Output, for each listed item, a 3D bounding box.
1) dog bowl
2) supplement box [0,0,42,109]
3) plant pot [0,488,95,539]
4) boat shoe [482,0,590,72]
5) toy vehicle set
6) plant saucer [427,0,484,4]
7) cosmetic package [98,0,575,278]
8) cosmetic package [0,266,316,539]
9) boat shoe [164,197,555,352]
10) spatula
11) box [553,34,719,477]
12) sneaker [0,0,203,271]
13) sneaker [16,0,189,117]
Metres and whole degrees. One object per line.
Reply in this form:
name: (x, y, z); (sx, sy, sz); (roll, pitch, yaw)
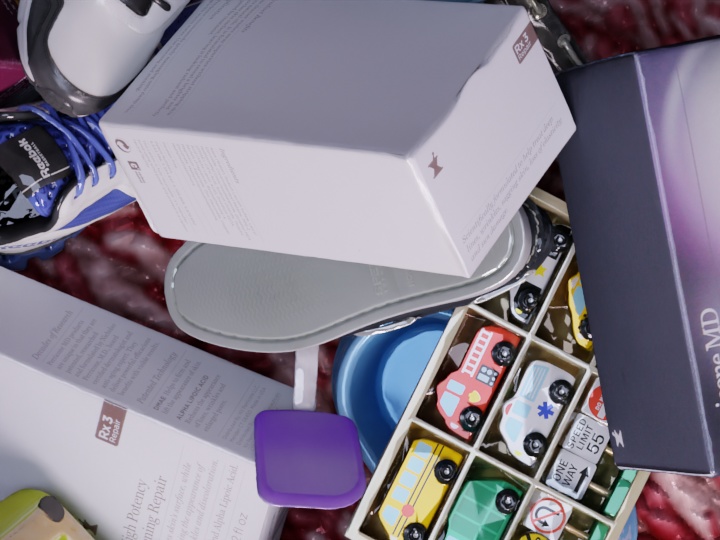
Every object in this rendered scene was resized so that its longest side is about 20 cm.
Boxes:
dog bowl: (0.061, 0.098, 1.415); (0.111, 0.050, 0.200); (-34, 88, 9)
supplement box: (-0.236, -0.126, 1.373); (0.103, 0.200, 0.131); (-35, 88, 9)
plant pot: (-0.188, 0.237, 1.364); (0.200, 0.199, 0.181); (47, 118, 2)
boat shoe: (0.065, -0.152, 1.373); (0.063, 0.071, 0.200); (-30, 115, 2)
toy vehicle set: (0.090, 0.072, 1.370); (0.124, 0.027, 0.201); (26, 85, 1)
plant saucer: (0.015, -0.147, 1.325); (0.200, 0.019, 0.070); (-23, 98, 51)
cosmetic package: (-0.012, -0.069, 1.308); (0.199, 0.113, 0.081); (11, 140, 39)
cosmetic package: (-0.131, 0.084, 1.416); (0.199, 0.074, 0.102); (20, 126, 7)
boat shoe: (0.000, 0.000, 1.356); (0.199, 0.060, 0.076); (-5, 87, 24)
spatula: (-0.028, 0.034, 1.391); (0.056, 0.021, 0.201); (5, 59, -12)
box: (0.214, -0.018, 1.310); (0.197, 0.123, 0.201); (-12, 92, -16)
sneaker: (-0.134, -0.064, 1.402); (0.199, 0.115, 0.081); (-34, 89, 6)
sneaker: (-0.102, -0.166, 1.351); (0.074, 0.080, 0.201); (36, 68, -23)
